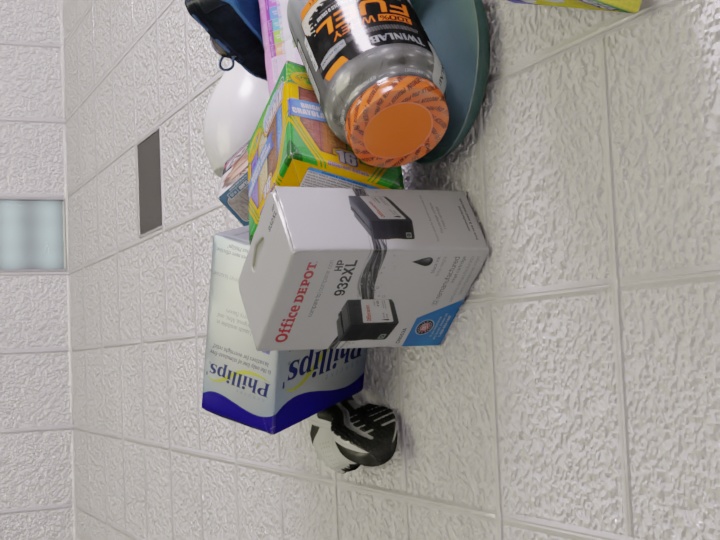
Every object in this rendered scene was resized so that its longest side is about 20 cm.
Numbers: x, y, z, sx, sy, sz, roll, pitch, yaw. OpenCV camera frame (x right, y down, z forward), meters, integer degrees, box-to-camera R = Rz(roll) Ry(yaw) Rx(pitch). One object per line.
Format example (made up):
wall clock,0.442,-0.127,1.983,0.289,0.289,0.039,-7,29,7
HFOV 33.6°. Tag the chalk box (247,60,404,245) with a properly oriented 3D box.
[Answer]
chalk box,-0.040,-0.121,1.219,0.201,0.124,0.124,-96,28,-44

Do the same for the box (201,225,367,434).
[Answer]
box,-0.074,0.051,1.308,0.104,0.184,0.202,16,109,30

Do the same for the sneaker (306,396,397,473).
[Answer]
sneaker,-0.006,0.192,1.336,0.200,0.073,0.081,-164,60,-70

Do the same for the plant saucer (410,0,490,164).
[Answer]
plant saucer,0.077,-0.205,1.169,0.200,0.027,0.202,180,90,-66

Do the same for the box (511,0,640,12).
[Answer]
box,0.132,-0.236,0.911,0.200,0.117,0.049,27,104,63

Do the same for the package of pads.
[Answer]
package of pads,-0.067,-0.262,1.386,0.121,0.075,0.201,44,-145,-67

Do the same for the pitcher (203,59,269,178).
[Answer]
pitcher,-0.127,-0.222,1.535,0.171,0.121,0.202,-14,66,61

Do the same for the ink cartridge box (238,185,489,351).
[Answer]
ink cartridge box,0.000,0.000,1.134,0.146,0.199,0.084,114,146,-44

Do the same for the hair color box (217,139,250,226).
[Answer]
hair color box,-0.109,-0.118,1.398,0.100,0.061,0.200,-41,15,7

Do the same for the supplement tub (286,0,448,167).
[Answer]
supplement tub,0.009,-0.201,1.142,0.123,0.122,0.201,113,146,-42

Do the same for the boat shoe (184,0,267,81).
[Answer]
boat shoe,-0.146,-0.284,1.389,0.200,0.068,0.085,54,-154,-64
